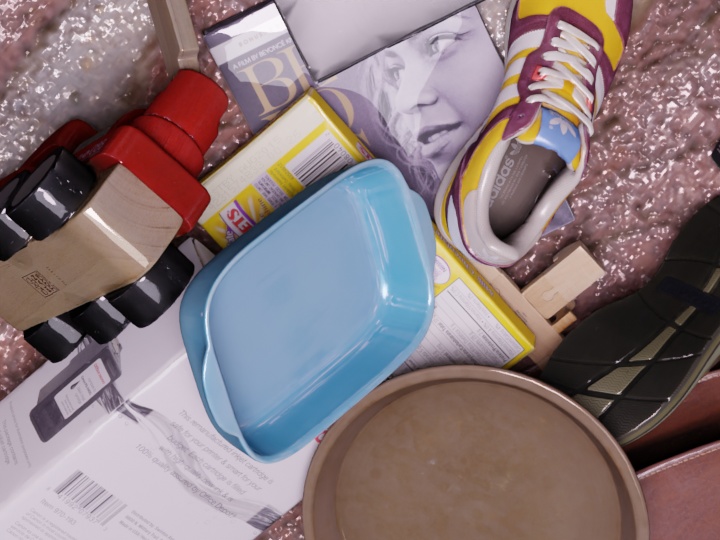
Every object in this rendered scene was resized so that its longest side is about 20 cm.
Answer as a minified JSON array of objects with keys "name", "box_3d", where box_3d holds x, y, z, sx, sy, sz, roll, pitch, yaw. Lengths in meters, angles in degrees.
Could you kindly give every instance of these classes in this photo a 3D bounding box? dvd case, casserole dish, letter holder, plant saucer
[{"name":"dvd case","box_3d":[0.018,-0.083,1.289,0.148,0.016,0.200,-25,110,5]},{"name":"casserole dish","box_3d":[-0.031,0.019,1.204,0.039,0.200,0.121,6,122,40]},{"name":"letter holder","box_3d":[0.149,0.125,1.333,0.200,0.101,0.142,-26,108,5]},{"name":"plant saucer","box_3d":[0.066,0.142,1.265,0.199,0.029,0.201,4,112,11]}]

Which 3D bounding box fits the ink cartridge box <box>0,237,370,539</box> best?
[{"name":"ink cartridge box","box_3d":[-0.115,0.099,1.288,0.200,0.083,0.145,-40,130,9]}]

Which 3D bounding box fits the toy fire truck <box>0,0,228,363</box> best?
[{"name":"toy fire truck","box_3d":[-0.138,-0.073,1.227,0.129,0.176,0.200,42,61,-16]}]

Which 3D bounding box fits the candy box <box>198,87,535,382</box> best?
[{"name":"candy box","box_3d":[0.000,0.000,1.288,0.102,0.026,0.200,-38,102,20]}]

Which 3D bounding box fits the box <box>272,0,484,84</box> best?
[{"name":"box","box_3d":[-0.015,-0.223,1.157,0.124,0.149,0.200,-26,104,5]}]

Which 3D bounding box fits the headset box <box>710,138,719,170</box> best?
[{"name":"headset box","box_3d":[0.330,-0.102,1.266,0.174,0.093,0.200,25,106,-13]}]

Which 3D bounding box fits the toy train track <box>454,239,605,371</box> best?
[{"name":"toy train track","box_3d":[0.063,0.049,1.333,0.200,0.033,0.115,-39,104,17]}]

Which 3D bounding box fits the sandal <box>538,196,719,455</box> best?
[{"name":"sandal","box_3d":[0.185,0.038,1.294,0.201,0.080,0.057,-43,144,-15]}]

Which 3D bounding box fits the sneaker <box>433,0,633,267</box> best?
[{"name":"sneaker","box_3d":[0.109,-0.095,1.236,0.075,0.090,0.200,19,93,-16]}]
